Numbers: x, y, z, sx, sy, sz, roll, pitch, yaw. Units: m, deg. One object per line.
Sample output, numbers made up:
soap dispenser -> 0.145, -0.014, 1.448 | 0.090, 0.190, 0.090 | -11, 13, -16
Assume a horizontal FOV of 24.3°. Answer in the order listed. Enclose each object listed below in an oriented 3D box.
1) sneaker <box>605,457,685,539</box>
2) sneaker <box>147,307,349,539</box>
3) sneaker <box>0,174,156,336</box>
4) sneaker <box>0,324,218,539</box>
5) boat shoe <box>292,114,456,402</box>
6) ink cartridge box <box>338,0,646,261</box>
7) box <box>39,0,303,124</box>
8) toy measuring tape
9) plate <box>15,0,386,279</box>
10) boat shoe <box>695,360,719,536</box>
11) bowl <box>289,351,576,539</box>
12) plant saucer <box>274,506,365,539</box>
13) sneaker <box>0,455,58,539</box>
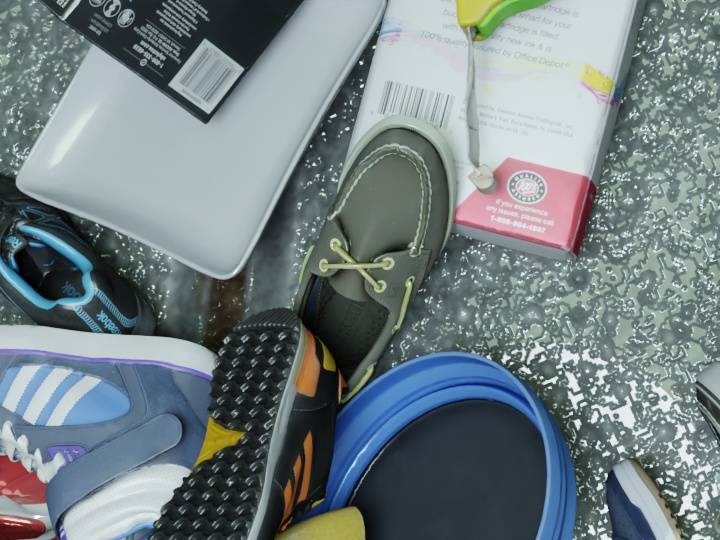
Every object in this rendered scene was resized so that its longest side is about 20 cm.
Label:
sneaker -> 0.157, 0.219, 0.980 | 0.108, 0.070, 0.200 | -22, 85, 6
sneaker -> -0.051, 0.124, 0.922 | 0.070, 0.090, 0.200 | -7, 54, 37
sneaker -> -0.211, -0.018, 1.044 | 0.200, 0.082, 0.073 | 32, 77, 27
sneaker -> -0.179, 0.114, 0.969 | 0.200, 0.081, 0.147 | 0, 60, 13
boat shoe -> 0.003, 0.001, 0.974 | 0.072, 0.060, 0.202 | 24, 131, 6
ink cartridge box -> 0.086, -0.120, 1.013 | 0.147, 0.086, 0.200 | 15, 87, 12
box -> -0.150, -0.208, 1.000 | 0.124, 0.149, 0.200 | -51, 55, 3
toy measuring tape -> 0.090, -0.145, 0.938 | 0.073, 0.074, 0.200 | -4, 83, 10
plate -> -0.097, -0.104, 1.034 | 0.200, 0.032, 0.200 | 22, 79, 35
boat shoe -> 0.242, 0.149, 0.970 | 0.064, 0.071, 0.200 | -32, 82, 5
bowl -> 0.038, 0.146, 0.959 | 0.200, 0.039, 0.201 | -26, 47, 32
plant saucer -> -0.087, 0.244, 0.952 | 0.200, 0.048, 0.200 | -26, 48, 32
sneaker -> -0.191, 0.117, 1.065 | 0.200, 0.078, 0.116 | -2, 62, 16
